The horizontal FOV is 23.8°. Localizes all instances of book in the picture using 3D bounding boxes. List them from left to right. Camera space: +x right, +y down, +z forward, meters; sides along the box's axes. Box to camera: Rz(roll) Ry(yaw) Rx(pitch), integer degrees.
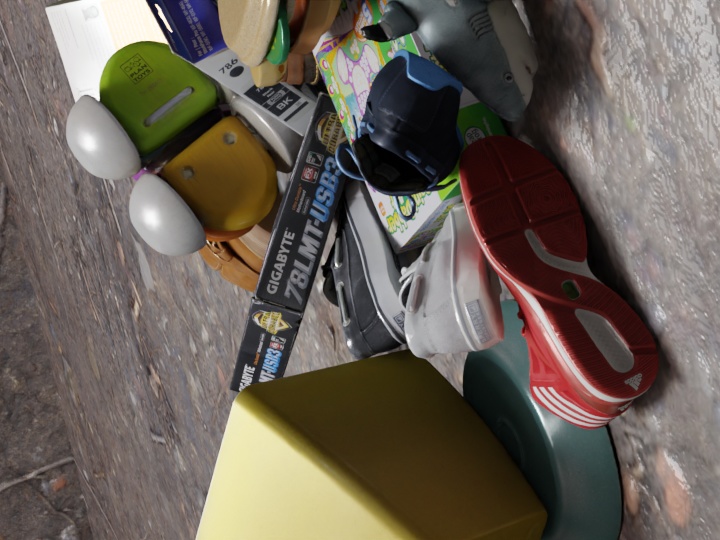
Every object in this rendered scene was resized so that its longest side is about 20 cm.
[{"bbox_3d":[-0.191,-0.206,1.618,0.048,0.199,0.134,-46,-55,-60],"label":"book"}]

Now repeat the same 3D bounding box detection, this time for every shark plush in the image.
[{"bbox_3d":[0.030,-0.171,1.038,0.091,0.199,0.084,5,69,61],"label":"shark plush"}]

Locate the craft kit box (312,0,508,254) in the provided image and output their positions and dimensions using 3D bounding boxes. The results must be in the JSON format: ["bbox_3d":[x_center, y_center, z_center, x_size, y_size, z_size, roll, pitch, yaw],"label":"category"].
[{"bbox_3d":[0.031,-0.134,1.262,0.198,0.048,0.200,65,161,10],"label":"craft kit box"}]

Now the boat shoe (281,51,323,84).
[{"bbox_3d":[-0.073,-0.240,1.413,0.072,0.067,0.201,111,137,-62],"label":"boat shoe"}]

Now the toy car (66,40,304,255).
[{"bbox_3d":[-0.160,-0.113,1.555,0.200,0.175,0.150,49,164,2],"label":"toy car"}]

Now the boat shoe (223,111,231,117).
[{"bbox_3d":[-0.148,-0.175,1.708,0.067,0.057,0.201,57,157,37],"label":"boat shoe"}]

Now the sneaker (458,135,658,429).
[{"bbox_3d":[0.112,0.018,1.122,0.116,0.078,0.201,111,138,-60],"label":"sneaker"}]

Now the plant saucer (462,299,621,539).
[{"bbox_3d":[0.123,0.122,1.253,0.200,0.036,0.201,54,155,41],"label":"plant saucer"}]

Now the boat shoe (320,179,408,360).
[{"bbox_3d":[0.000,0.000,1.357,0.072,0.068,0.200,51,-166,-35],"label":"boat shoe"}]

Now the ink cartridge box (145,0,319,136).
[{"bbox_3d":[-0.105,-0.189,1.427,0.200,0.039,0.100,26,-149,-57],"label":"ink cartridge box"}]

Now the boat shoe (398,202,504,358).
[{"bbox_3d":[0.059,0.010,1.176,0.200,0.068,0.072,-88,-22,-66],"label":"boat shoe"}]

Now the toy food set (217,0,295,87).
[{"bbox_3d":[-0.066,-0.240,1.224,0.198,0.048,0.201,146,125,-73],"label":"toy food set"}]

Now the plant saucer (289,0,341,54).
[{"bbox_3d":[-0.036,-0.261,1.267,0.200,0.032,0.202,-179,90,-76],"label":"plant saucer"}]

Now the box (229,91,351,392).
[{"bbox_3d":[-0.055,-0.016,1.441,0.199,0.049,0.201,110,176,-65],"label":"box"}]

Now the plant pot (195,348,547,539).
[{"bbox_3d":[0.015,0.196,1.233,0.176,0.199,0.201,31,116,34],"label":"plant pot"}]

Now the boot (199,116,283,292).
[{"bbox_3d":[-0.145,-0.073,1.723,0.200,0.077,0.155,41,153,5],"label":"boot"}]

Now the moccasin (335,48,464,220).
[{"bbox_3d":[0.019,-0.082,1.088,0.080,0.068,0.200,28,171,11],"label":"moccasin"}]
